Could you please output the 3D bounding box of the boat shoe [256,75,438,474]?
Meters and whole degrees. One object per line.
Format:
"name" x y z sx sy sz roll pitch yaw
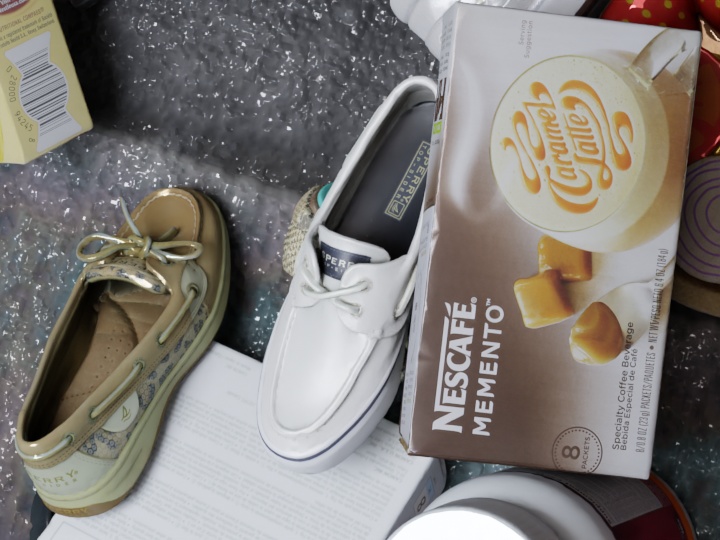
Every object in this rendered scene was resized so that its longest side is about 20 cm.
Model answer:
"boat shoe" 0.000 0.000 0.995 0.072 0.066 0.201 27 84 25

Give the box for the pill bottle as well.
"pill bottle" 0.081 0.144 0.948 0.109 0.200 0.110 0 90 23

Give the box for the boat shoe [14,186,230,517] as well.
"boat shoe" -0.121 0.029 1.064 0.073 0.063 0.201 0 53 22

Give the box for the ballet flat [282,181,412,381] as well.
"ballet flat" 0.033 0.038 1.052 0.200 0.068 0.076 43 127 24

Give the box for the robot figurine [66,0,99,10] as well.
"robot figurine" -0.169 -0.246 1.135 0.144 0.058 0.201 24 99 21

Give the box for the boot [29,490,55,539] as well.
"boot" -0.074 0.188 1.084 0.167 0.076 0.201 -16 87 24

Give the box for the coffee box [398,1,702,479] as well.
"coffee box" 0.083 -0.013 0.939 0.114 0.080 0.201 7 92 -3

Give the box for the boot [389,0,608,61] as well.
"boot" 0.096 -0.180 1.010 0.096 0.074 0.200 42 106 12

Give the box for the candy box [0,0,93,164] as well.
"candy box" -0.224 -0.159 1.102 0.115 0.055 0.201 5 118 45

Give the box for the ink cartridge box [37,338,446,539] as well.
"ink cartridge box" -0.072 0.144 1.044 0.159 0.047 0.200 23 65 22

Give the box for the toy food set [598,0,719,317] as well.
"toy food set" 0.192 -0.069 0.983 0.199 0.049 0.199 12 95 23
